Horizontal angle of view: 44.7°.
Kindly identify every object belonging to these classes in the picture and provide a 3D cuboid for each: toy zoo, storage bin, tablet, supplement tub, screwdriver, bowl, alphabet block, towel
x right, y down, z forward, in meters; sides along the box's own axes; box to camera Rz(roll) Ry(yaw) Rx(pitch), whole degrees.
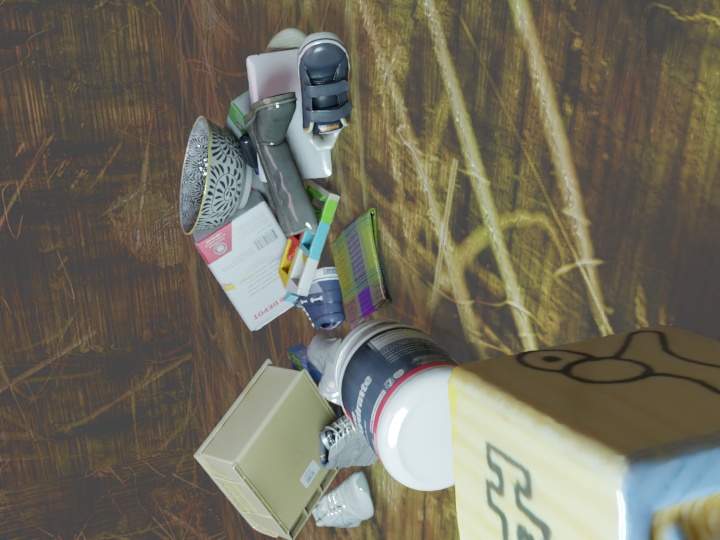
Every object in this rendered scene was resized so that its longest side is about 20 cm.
[{"bbox_3d":[-0.093,-0.043,1.449,0.131,0.020,0.203,41,114,64],"label":"toy zoo"},{"bbox_3d":[-0.129,0.289,1.402,0.093,0.201,0.200,2,133,42],"label":"storage bin"},{"bbox_3d":[-0.115,-0.247,1.402,0.014,0.128,0.204,-31,-63,-70],"label":"tablet"},{"bbox_3d":[0.055,0.146,1.006,0.200,0.138,0.143,-141,45,-64],"label":"supplement tub"},{"bbox_3d":[-0.169,-0.155,1.495,0.029,0.028,0.201,48,164,36],"label":"screwdriver"},{"bbox_3d":[-0.242,-0.156,1.495,0.200,0.093,0.205,-173,90,-66],"label":"bowl"},{"bbox_3d":[0.182,0.158,0.538,0.200,0.192,0.200,-157,62,-70],"label":"alphabet block"},{"bbox_3d":[0.000,0.000,1.302,0.200,0.022,0.146,137,123,-68],"label":"towel"}]

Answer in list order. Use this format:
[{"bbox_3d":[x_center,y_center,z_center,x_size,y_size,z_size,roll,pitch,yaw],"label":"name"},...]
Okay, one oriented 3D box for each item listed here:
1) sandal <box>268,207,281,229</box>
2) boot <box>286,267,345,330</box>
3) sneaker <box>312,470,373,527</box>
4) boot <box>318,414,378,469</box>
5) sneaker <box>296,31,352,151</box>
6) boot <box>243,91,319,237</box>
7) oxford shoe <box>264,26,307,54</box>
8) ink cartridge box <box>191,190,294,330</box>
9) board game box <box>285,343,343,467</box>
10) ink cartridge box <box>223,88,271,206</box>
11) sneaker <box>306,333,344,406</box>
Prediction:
[{"bbox_3d":[-0.190,-0.050,1.806,0.080,0.058,0.208,100,155,-44],"label":"sandal"},{"bbox_3d":[-0.077,0.061,1.483,0.200,0.071,0.092,141,124,-69],"label":"boot"},{"bbox_3d":[-0.029,0.393,1.459,0.201,0.079,0.071,113,146,-56],"label":"sneaker"},{"bbox_3d":[-0.013,0.249,1.334,0.202,0.094,0.074,103,152,-49],"label":"boot"},{"bbox_3d":[-0.049,-0.249,1.253,0.201,0.077,0.081,93,166,-64],"label":"sneaker"},{"bbox_3d":[-0.113,-0.158,1.340,0.182,0.071,0.204,164,92,-73],"label":"boot"},{"bbox_3d":[-0.121,-0.343,1.463,0.075,0.058,0.200,38,152,4],"label":"oxford shoe"},{"bbox_3d":[-0.193,-0.018,1.578,0.202,0.146,0.086,62,173,-27],"label":"ink cartridge box"},{"bbox_3d":[-0.077,0.243,1.586,0.151,0.036,0.204,-172,64,-72],"label":"board game box"},{"bbox_3d":[-0.167,-0.217,1.537,0.147,0.084,0.200,51,159,2],"label":"ink cartridge box"},{"bbox_3d":[-0.036,0.144,1.431,0.081,0.069,0.201,-64,20,13],"label":"sneaker"}]
